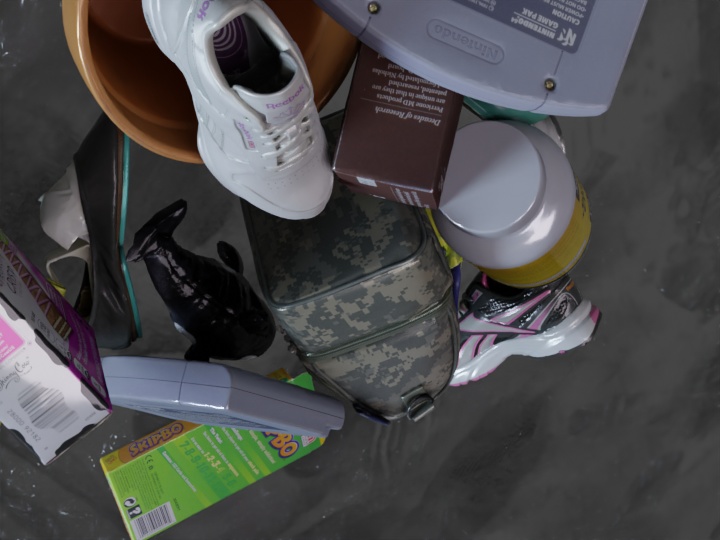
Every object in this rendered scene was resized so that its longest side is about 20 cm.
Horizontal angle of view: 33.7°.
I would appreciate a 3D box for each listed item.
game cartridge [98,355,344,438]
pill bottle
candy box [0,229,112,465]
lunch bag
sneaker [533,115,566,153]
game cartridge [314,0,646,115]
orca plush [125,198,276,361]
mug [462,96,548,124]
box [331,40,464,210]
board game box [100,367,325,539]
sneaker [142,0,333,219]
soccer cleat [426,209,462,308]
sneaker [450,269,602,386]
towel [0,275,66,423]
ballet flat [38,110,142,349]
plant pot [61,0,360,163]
[{"bbox_3d":[-0.124,0.097,0.925,0.133,0.199,0.042,27,71,-40],"label":"game cartridge"},{"bbox_3d":[0.116,-0.052,0.925,0.112,0.112,0.200,-51,162,4],"label":"pill bottle"},{"bbox_3d":[-0.252,0.015,0.780,0.061,0.136,0.200,-38,118,-1],"label":"candy box"},{"bbox_3d":[0.000,0.000,0.929,0.138,0.201,0.168,-25,136,5],"label":"lunch bag"},{"bbox_3d":[0.128,-0.055,1.088,0.086,0.075,0.202,-1,120,-10],"label":"sneaker"},{"bbox_3d":[0.074,-0.177,0.721,0.198,0.042,0.134,22,90,-9],"label":"game cartridge"},{"bbox_3d":[-0.101,0.017,0.933,0.201,0.070,0.106,70,36,-47],"label":"orca plush"},{"bbox_3d":[0.112,-0.178,0.930,0.184,0.152,0.115,32,99,-42],"label":"mug"},{"bbox_3d":[0.040,-0.149,0.795,0.100,0.074,0.202,26,79,-84],"label":"box"},{"bbox_3d":[-0.127,0.162,1.067,0.199,0.030,0.096,-24,129,-17],"label":"board game box"},{"bbox_3d":[-0.062,-0.094,0.711,0.075,0.100,0.201,-39,134,-10],"label":"sneaker"},{"bbox_3d":[0.067,-0.046,1.029,0.064,0.084,0.202,-17,126,-24],"label":"soccer cleat"},{"bbox_3d":[0.119,0.038,1.084,0.087,0.199,0.080,59,36,-12],"label":"sneaker"},{"bbox_3d":[-0.298,0.080,0.884,0.085,0.018,0.201,25,103,-17],"label":"towel"},{"bbox_3d":[-0.200,-0.022,0.877,0.068,0.068,0.202,-7,122,-16],"label":"ballet flat"},{"bbox_3d":[-0.111,-0.189,0.778,0.198,0.140,0.202,-17,126,-25],"label":"plant pot"}]
